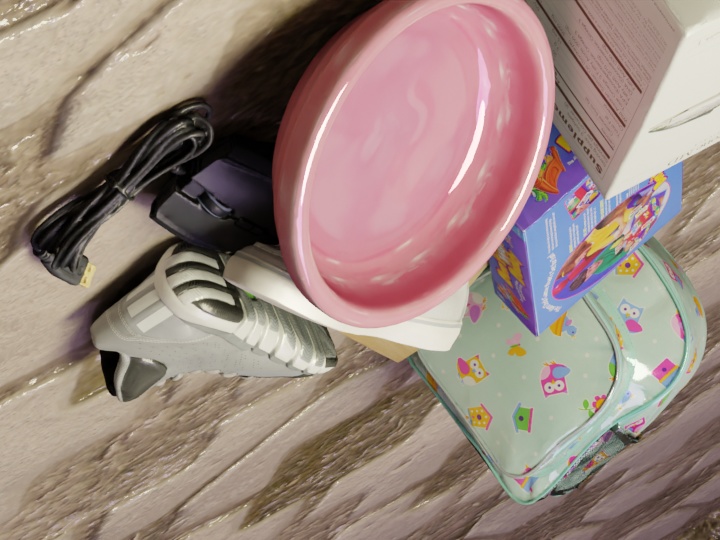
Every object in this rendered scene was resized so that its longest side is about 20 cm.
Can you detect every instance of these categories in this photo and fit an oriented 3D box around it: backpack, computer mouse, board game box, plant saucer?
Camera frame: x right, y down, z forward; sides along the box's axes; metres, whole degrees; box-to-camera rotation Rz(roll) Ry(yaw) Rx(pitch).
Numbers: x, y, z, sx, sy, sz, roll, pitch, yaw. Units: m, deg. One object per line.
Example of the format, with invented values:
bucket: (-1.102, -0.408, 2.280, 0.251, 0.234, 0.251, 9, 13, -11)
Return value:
backpack: (0.149, 0.053, 1.762, 0.200, 0.176, 0.153, -38, 166, 9)
computer mouse: (-0.096, -0.023, 1.354, 0.140, 0.046, 0.200, -37, 162, 14)
board game box: (0.142, -0.047, 1.526, 0.134, 0.045, 0.200, -41, 161, -9)
plant saucer: (0.023, -0.068, 1.309, 0.200, 0.051, 0.202, -27, 132, -35)

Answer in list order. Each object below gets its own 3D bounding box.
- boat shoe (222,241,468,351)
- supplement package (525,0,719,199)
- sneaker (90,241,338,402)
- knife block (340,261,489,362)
boat shoe: (0.000, 0.000, 1.399, 0.199, 0.072, 0.069, 15, 96, -46)
supplement package: (0.172, -0.150, 1.340, 0.116, 0.118, 0.200, -28, 163, -17)
sneaker: (-0.103, 0.043, 1.504, 0.115, 0.075, 0.200, -32, 153, 17)
knife block: (-0.006, 0.006, 1.559, 0.175, 0.064, 0.200, -18, 159, -34)
